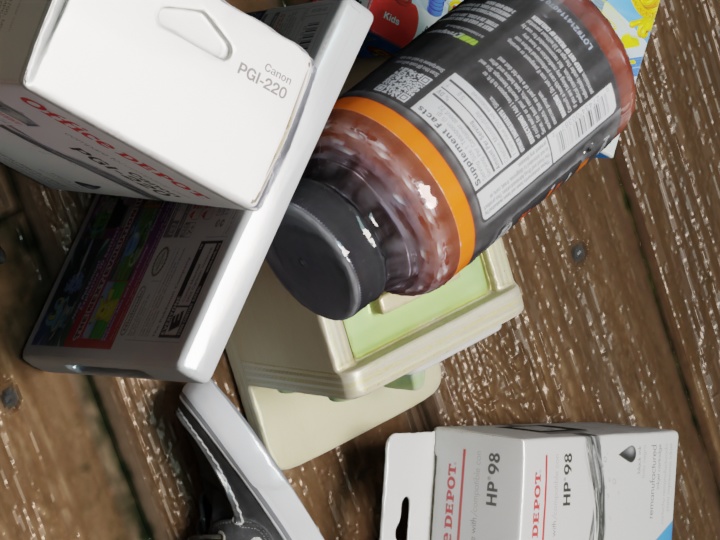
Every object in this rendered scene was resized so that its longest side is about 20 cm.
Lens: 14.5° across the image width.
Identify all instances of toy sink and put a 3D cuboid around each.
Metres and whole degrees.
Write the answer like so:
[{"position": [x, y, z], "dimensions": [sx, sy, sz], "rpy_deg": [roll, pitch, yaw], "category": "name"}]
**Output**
[{"position": [0.000, 0.000, 1.515], "dimensions": [0.130, 0.112, 0.201], "rpy_deg": [-25, 107, -33], "category": "toy sink"}]

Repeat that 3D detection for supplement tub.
[{"position": [0.039, -0.059, 1.414], "dimensions": [0.200, 0.107, 0.107], "rpy_deg": [-39, 115, -28], "category": "supplement tub"}]

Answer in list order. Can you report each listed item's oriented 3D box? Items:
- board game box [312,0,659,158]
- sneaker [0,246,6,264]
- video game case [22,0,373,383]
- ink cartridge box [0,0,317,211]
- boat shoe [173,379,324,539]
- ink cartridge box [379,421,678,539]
[{"position": [0.086, -0.190, 1.602], "dimensions": [0.199, 0.056, 0.197], "rpy_deg": [24, 79, -35], "category": "board game box"}, {"position": [-0.234, 0.054, 1.369], "dimensions": [0.080, 0.071, 0.201], "rpy_deg": [33, 72, -29], "category": "sneaker"}, {"position": [-0.083, -0.039, 1.407], "dimensions": [0.023, 0.182, 0.201], "rpy_deg": [31, 75, -27], "category": "video game case"}, {"position": [-0.138, -0.097, 1.351], "dimensions": [0.145, 0.200, 0.085], "rpy_deg": [28, 77, -34], "category": "ink cartridge box"}, {"position": [-0.057, 0.148, 1.518], "dimensions": [0.066, 0.070, 0.200], "rpy_deg": [-32, 118, -6], "category": "boat shoe"}, {"position": [0.097, 0.147, 1.597], "dimensions": [0.200, 0.066, 0.117], "rpy_deg": [1, 93, -51], "category": "ink cartridge box"}]
